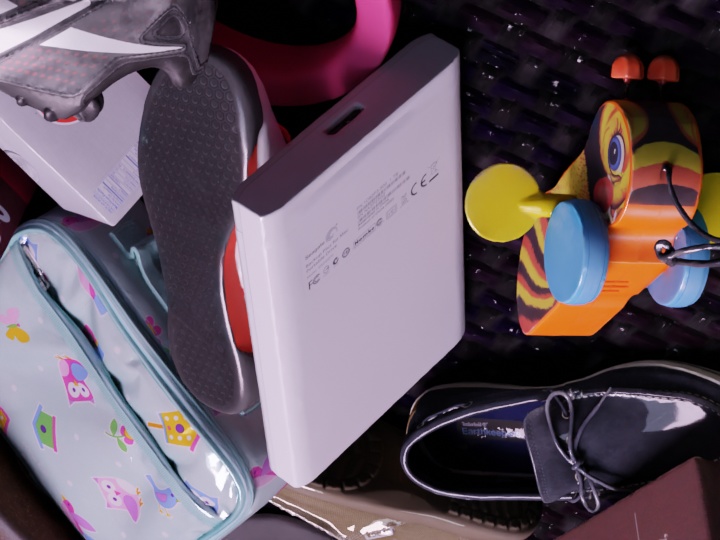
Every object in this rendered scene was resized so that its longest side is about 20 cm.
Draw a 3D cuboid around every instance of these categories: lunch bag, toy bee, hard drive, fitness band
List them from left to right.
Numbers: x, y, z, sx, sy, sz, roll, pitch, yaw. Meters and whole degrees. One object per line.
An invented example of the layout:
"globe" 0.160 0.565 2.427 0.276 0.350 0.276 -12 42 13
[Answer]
"lunch bag" -0.127 0.057 1.053 0.200 0.077 0.160 52 139 2
"fitness band" -0.071 -0.149 0.881 0.200 0.037 0.144 36 137 -18
"hard drive" 0.000 0.000 0.945 0.026 0.132 0.200 33 149 27
"toy bee" 0.127 -0.037 0.898 0.131 0.109 0.200 8 165 -37

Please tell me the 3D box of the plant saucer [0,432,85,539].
"plant saucer" -0.183 0.118 1.122 0.034 0.200 0.200 -40 116 17

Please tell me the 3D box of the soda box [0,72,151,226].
"soda box" -0.173 -0.110 0.926 0.200 0.063 0.068 46 167 -29

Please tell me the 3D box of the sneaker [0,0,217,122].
"sneaker" -0.151 -0.104 0.835 0.200 0.071 0.098 -6 117 0

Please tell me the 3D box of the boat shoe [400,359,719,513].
"boat shoe" 0.111 0.090 1.045 0.200 0.062 0.075 -3 110 26

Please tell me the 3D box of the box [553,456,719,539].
"box" 0.208 0.214 1.033 0.200 0.166 0.164 14 146 -30

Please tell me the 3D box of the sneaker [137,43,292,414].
"sneaker" -0.044 -0.037 0.951 0.067 0.108 0.202 24 133 30

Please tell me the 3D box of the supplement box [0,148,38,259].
"supplement box" -0.236 -0.015 0.969 0.061 0.200 0.109 -22 125 37

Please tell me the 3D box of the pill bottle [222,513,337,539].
"pill bottle" -0.070 0.258 1.208 0.114 0.200 0.114 11 139 10

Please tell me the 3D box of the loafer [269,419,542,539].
"loafer" 0.000 0.123 1.126 0.200 0.076 0.067 20 134 0
